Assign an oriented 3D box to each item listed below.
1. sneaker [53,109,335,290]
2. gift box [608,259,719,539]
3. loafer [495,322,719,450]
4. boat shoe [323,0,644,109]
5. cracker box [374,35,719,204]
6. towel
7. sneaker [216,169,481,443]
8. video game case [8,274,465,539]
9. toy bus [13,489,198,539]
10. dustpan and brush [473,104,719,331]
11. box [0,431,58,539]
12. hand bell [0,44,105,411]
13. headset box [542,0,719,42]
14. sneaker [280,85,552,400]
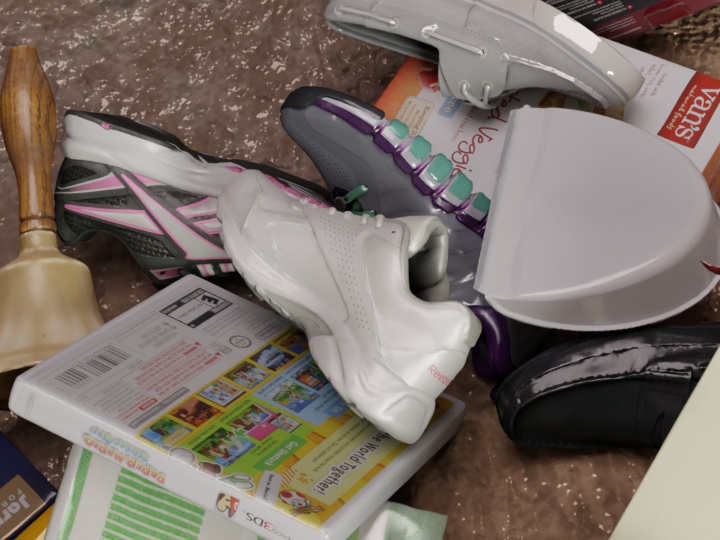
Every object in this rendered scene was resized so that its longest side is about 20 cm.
[{"bbox_3d":[-0.088,-0.025,1.359,0.198,0.080,0.087,20,98,10],"label":"sneaker"},{"bbox_3d":[0.219,0.089,1.097,0.199,0.185,0.188,31,91,9],"label":"gift box"},{"bbox_3d":[0.172,0.067,1.239,0.199,0.068,0.071,-9,47,0],"label":"loafer"},{"bbox_3d":[0.065,-0.129,1.330,0.199,0.072,0.069,28,85,19],"label":"boat shoe"},{"bbox_3d":[0.111,-0.073,1.355,0.199,0.058,0.134,23,63,23],"label":"cracker box"},{"bbox_3d":[-0.066,0.168,1.165,0.198,0.023,0.154,14,63,0],"label":"towel"},{"bbox_3d":[0.000,0.000,1.244,0.099,0.078,0.200,-45,54,4],"label":"sneaker"},{"bbox_3d":[-0.059,0.072,1.222,0.181,0.023,0.200,24,23,15],"label":"video game case"},{"bbox_3d":[-0.124,0.138,1.233,0.065,0.078,0.200,42,71,15],"label":"toy bus"},{"bbox_3d":[0.171,-0.018,1.251,0.198,0.057,0.140,3,53,15],"label":"dustpan and brush"},{"bbox_3d":[-0.248,0.129,1.301,0.121,0.033,0.200,-39,59,-17],"label":"box"},{"bbox_3d":[-0.184,-0.031,1.315,0.103,0.104,0.202,-9,75,4],"label":"hand bell"},{"bbox_3d":[0.146,-0.218,1.358,0.148,0.200,0.076,-20,47,28],"label":"headset box"},{"bbox_3d":[0.025,-0.017,1.286,0.199,0.074,0.088,37,74,-2],"label":"sneaker"}]
